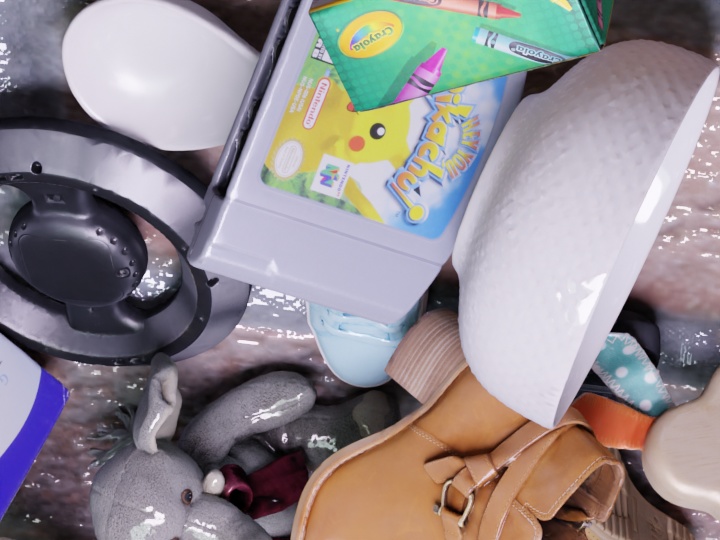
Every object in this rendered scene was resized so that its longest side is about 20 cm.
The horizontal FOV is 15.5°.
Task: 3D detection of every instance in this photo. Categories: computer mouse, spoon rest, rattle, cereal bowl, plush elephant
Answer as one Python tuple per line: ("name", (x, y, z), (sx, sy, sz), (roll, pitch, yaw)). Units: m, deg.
("computer mouse", (0.103, 0.075, 1.512), (0.058, 0.034, 0.200), (9, 144, -34))
("spoon rest", (-0.060, -0.104, 1.370), (0.199, 0.061, 0.100), (-2, 130, 14))
("rattle", (0.201, 0.103, 1.473), (0.199, 0.131, 0.143), (2, 176, -3))
("cereal bowl", (0.101, -0.027, 1.316), (0.083, 0.200, 0.201), (24, 132, 9))
("plush elephant", (-0.088, 0.135, 1.505), (0.199, 0.155, 0.165), (18, 101, 13))

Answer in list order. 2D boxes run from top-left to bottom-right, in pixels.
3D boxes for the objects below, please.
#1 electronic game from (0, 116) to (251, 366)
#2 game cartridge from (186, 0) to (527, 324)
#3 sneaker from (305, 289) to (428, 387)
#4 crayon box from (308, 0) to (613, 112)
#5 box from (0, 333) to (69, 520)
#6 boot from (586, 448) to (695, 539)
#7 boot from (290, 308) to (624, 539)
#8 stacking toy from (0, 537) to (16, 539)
("electronic game", (-0.157, -0.013, 1.478), (0.199, 0.042, 0.200), (9, 141, 8))
("game cartridge", (0.008, -0.076, 1.320), (0.133, 0.040, 0.201), (16, 103, -27))
("sneaker", (0.000, 0.000, 1.431), (0.074, 0.082, 0.201), (9, 131, 7))
("crayon box", (0.058, -0.162, 1.199), (0.118, 0.200, 0.058), (-13, 124, 23))
("box", (-0.296, 0.088, 1.492), (0.200, 0.184, 0.105), (41, 147, -22))
("boot", (0.083, 0.150, 1.531), (0.166, 0.073, 0.200), (-17, 140, 29))
("boot", (0.052, 0.138, 1.411), (0.077, 0.155, 0.200), (18, 107, -47))
("stacking toy", (-0.178, 0.221, 1.610), (0.146, 0.200, 0.147), (2, 96, 23))
